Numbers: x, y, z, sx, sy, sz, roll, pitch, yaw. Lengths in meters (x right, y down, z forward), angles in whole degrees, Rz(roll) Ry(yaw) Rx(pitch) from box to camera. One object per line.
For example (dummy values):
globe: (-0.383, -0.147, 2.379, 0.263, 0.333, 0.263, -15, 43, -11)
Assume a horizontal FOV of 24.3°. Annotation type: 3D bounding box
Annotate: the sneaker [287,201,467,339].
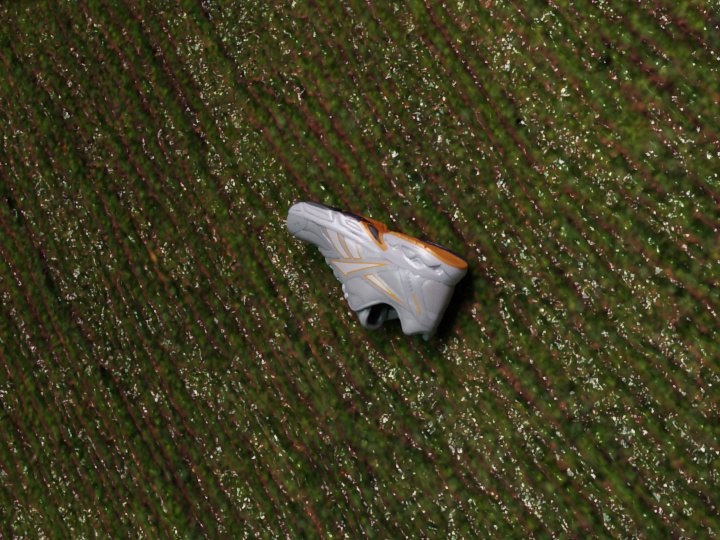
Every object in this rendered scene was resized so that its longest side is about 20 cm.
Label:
sneaker: (0.000, 0.000, 1.525, 0.199, 0.075, 0.093, 24, 97, 39)
